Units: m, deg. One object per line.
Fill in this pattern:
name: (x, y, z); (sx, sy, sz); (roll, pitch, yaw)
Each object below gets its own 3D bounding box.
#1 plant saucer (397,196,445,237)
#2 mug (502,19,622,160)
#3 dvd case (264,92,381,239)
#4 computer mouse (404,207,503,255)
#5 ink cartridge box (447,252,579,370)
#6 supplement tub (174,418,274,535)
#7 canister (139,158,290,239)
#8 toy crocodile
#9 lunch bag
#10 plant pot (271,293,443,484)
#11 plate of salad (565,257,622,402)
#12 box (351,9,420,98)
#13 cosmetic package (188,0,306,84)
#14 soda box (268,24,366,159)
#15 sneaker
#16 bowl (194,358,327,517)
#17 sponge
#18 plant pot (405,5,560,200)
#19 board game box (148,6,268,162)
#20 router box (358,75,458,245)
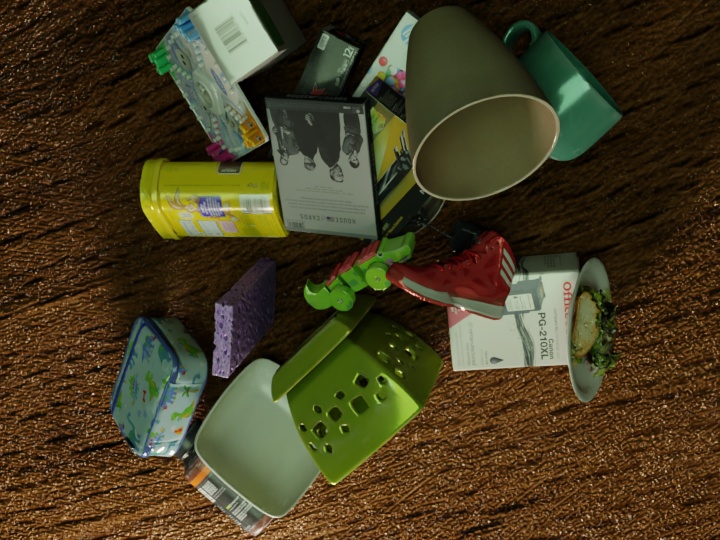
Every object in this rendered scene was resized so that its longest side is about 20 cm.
plant saucer: (0.036, -0.146, 1.359); (0.195, 0.032, 0.205); (3, 108, 9)
mug: (0.256, -0.233, 1.240); (0.151, 0.187, 0.114); (33, 115, -31)
dvd case: (-0.049, -0.141, 1.256); (0.147, 0.025, 0.203); (8, 125, 21)
computer mouse: (0.125, -0.060, 1.345); (0.197, 0.034, 0.059); (23, 132, 3)
ink cartridge box: (0.231, 0.062, 1.362); (0.195, 0.084, 0.148); (-4, 107, 12)
supplement tub: (-0.217, 0.337, 1.523); (0.200, 0.107, 0.107); (42, 110, -5)
canister: (-0.208, -0.104, 1.360); (0.195, 0.149, 0.088); (1, 68, 7)
toy crocodile: (0.000, 0.000, 1.305); (0.199, 0.068, 0.062); (-31, 112, 38)
lunch bag: (-0.330, 0.185, 1.475); (0.161, 0.081, 0.203); (44, 118, 42)
plant pot: (-0.012, 0.162, 1.385); (0.200, 0.199, 0.182); (-42, 91, 20)
plate of salad: (0.334, 0.084, 1.292); (0.047, 0.199, 0.204); (2, 110, 31)
box: (0.072, -0.232, 1.287); (0.155, 0.041, 0.201); (35, 110, -3)
cosmetic package: (-0.149, -0.327, 1.243); (0.084, 0.200, 0.109); (-29, 103, 16)
soda box: (-0.062, -0.245, 1.323); (0.062, 0.071, 0.203); (26, 111, 0)
sneaker: (0.130, -0.011, 1.257); (0.197, 0.078, 0.118); (16, 97, -34)
bowl: (-0.152, 0.267, 1.469); (0.199, 0.075, 0.201); (41, 67, -5)
sponge: (-0.171, 0.066, 1.378); (0.029, 0.200, 0.114); (9, 111, 11)
plant pot: (0.129, -0.227, 1.147); (0.185, 0.187, 0.203); (-26, 58, 17)
board game box: (-0.221, -0.249, 1.300); (0.026, 0.199, 0.202); (-36, 101, -23)
router box: (0.025, -0.141, 1.272); (0.156, 0.052, 0.201); (37, 130, -3)
